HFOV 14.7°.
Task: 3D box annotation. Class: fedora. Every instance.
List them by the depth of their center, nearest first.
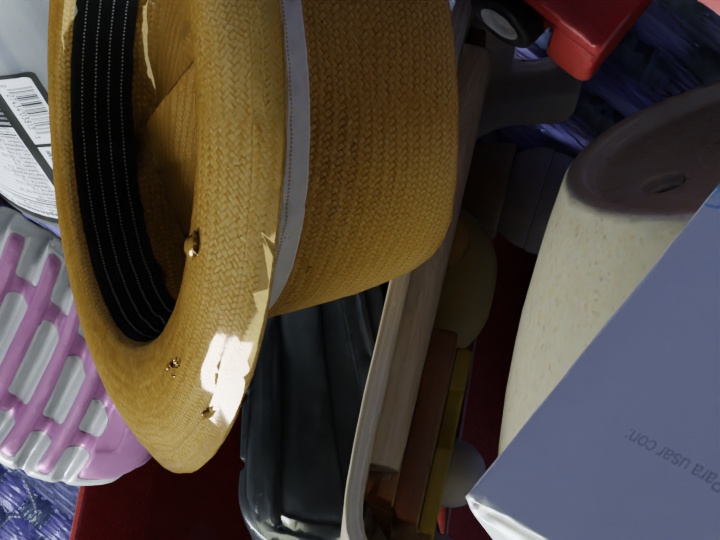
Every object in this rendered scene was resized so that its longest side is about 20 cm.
[{"bbox_3d":[-0.024,-0.044,0.713,0.081,0.202,0.200,-3,179,-18],"label":"fedora"}]

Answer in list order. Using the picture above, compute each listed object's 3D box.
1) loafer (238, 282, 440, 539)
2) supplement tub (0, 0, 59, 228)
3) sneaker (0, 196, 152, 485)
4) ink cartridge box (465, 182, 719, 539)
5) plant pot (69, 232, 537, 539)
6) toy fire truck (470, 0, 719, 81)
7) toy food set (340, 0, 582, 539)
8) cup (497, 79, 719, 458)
[{"bbox_3d":[0.000,0.000,0.921,0.070,0.202,0.068,-1,163,8],"label":"loafer"},{"bbox_3d":[-0.098,-0.093,0.953,0.122,0.123,0.200,31,165,29],"label":"supplement tub"},{"bbox_3d":[-0.145,0.000,1.043,0.200,0.081,0.088,37,-168,10],"label":"sneaker"},{"bbox_3d":[0.134,0.023,0.542,0.087,0.200,0.145,25,161,45],"label":"ink cartridge box"},{"bbox_3d":[0.023,0.095,1.038,0.199,0.201,0.176,-12,150,43],"label":"plant pot"},{"bbox_3d":[0.040,-0.110,0.690,0.200,0.049,0.141,39,166,8],"label":"toy fire truck"},{"bbox_3d":[0.037,0.019,0.808,0.060,0.201,0.144,12,164,2],"label":"toy food set"},{"bbox_3d":[0.116,0.031,0.704,0.200,0.199,0.144,18,129,57],"label":"cup"}]
